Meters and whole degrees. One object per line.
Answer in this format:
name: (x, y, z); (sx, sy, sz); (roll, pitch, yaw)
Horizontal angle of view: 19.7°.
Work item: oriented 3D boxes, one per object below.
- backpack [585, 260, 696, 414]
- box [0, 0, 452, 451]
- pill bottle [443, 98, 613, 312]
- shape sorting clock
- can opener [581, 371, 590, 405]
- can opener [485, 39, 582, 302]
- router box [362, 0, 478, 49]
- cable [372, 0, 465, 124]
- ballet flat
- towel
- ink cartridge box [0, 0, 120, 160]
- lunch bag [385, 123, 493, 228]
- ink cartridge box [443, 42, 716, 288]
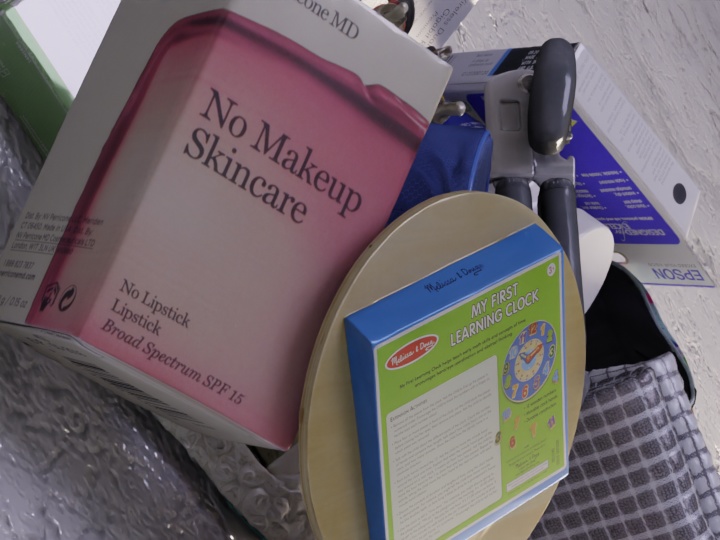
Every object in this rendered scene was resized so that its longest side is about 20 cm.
backpack: (0.130, 0.086, 1.388); (0.201, 0.176, 0.151); (-107, -176, -48)
box: (-0.066, -0.036, 0.954); (0.127, 0.109, 0.201); (30, 77, -32)
pill bottle: (0.060, -0.039, 1.340); (0.199, 0.116, 0.116); (36, 7, 28)
shape sorting clock: (0.041, 0.062, 0.982); (0.199, 0.039, 0.202); (-19, 117, -43)
can opener: (0.060, 0.133, 1.148); (0.052, 0.201, 0.066); (19, 13, -30)
can opener: (0.103, -0.041, 1.227); (0.067, 0.052, 0.202); (92, -2, -65)
router box: (0.036, -0.232, 1.265); (0.049, 0.200, 0.179); (45, 12, 33)
cable: (-0.013, -0.112, 1.244); (0.050, 0.199, 0.098); (-32, 96, -39)
ballet flat: (-0.061, 0.076, 1.070); (0.200, 0.071, 0.072); (50, 23, -35)
towel: (0.115, 0.154, 1.214); (0.085, 0.199, 0.167); (-29, 98, -61)
ink cartridge box: (-0.100, -0.122, 1.123); (0.200, 0.048, 0.146); (-45, 109, -39)
lunch bag: (0.000, 0.000, 1.156); (0.136, 0.131, 0.202); (-57, 151, -73)
ink cartridge box: (0.132, -0.069, 1.414); (0.200, 0.197, 0.044); (49, 64, -27)
